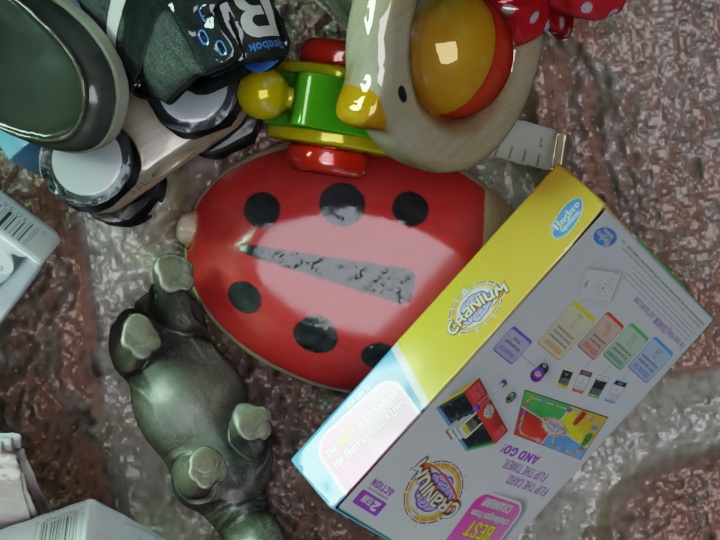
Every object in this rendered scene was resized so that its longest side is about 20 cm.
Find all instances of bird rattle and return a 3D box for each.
[{"bbox_3d":[0.046,-0.129,0.978,0.112,0.200,0.164,16,90,31],"label":"bird rattle"}]

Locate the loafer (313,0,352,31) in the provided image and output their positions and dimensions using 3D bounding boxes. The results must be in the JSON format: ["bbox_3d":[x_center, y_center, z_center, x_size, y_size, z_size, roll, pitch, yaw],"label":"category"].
[{"bbox_3d":[-0.005,-0.174,1.053,0.075,0.070,0.200,-45,111,-12],"label":"loafer"}]

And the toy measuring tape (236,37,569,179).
[{"bbox_3d":[0.016,-0.077,1.034,0.199,0.073,0.074,8,97,-38],"label":"toy measuring tape"}]

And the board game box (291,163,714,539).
[{"bbox_3d":[0.078,0.060,1.045,0.200,0.153,0.040,-48,51,3],"label":"board game box"}]

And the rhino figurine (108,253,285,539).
[{"bbox_3d":[-0.074,0.095,1.052,0.059,0.087,0.201,-24,83,-16],"label":"rhino figurine"}]

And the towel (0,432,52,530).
[{"bbox_3d":[-0.257,0.106,1.015,0.198,0.191,0.032,7,69,-3],"label":"towel"}]

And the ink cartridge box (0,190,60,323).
[{"bbox_3d":[-0.286,0.000,1.037,0.198,0.043,0.200,37,114,-6],"label":"ink cartridge box"}]

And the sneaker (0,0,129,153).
[{"bbox_3d":[-0.208,-0.108,0.946,0.199,0.106,0.075,31,113,21],"label":"sneaker"}]

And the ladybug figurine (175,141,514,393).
[{"bbox_3d":[0.000,0.000,1.066,0.198,0.072,0.137,9,96,-3],"label":"ladybug figurine"}]

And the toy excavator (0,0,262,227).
[{"bbox_3d":[-0.174,-0.112,1.045,0.194,0.100,0.201,-34,83,2],"label":"toy excavator"}]

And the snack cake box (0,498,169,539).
[{"bbox_3d":[-0.188,0.199,1.009,0.199,0.116,0.067,-21,141,34],"label":"snack cake box"}]

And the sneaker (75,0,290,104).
[{"bbox_3d":[-0.054,-0.155,0.919,0.112,0.073,0.200,56,134,17],"label":"sneaker"}]
